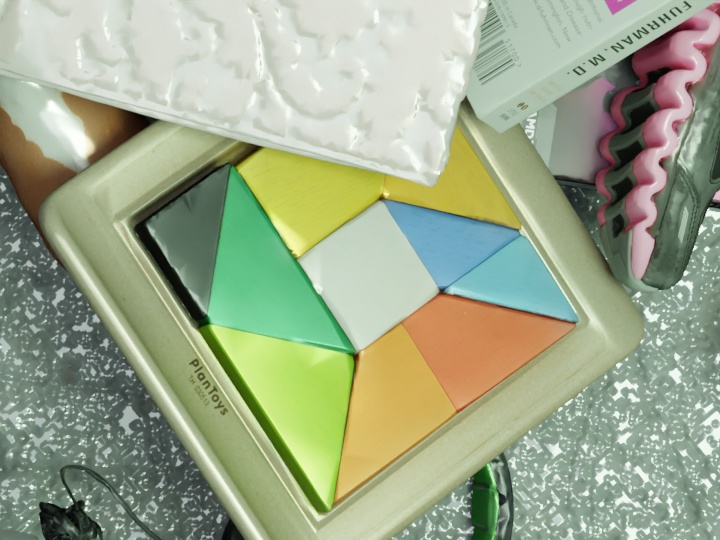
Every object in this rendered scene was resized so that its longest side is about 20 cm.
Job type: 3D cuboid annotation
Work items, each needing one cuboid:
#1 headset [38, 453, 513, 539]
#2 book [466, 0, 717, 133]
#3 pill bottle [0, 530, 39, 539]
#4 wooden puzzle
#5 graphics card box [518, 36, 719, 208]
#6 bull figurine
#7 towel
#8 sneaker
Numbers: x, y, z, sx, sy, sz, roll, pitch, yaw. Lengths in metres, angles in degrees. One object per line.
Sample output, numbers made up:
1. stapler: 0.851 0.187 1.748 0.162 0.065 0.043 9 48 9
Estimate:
1. headset: -0.031 0.099 1.169 0.198 0.094 0.125 0 90 -13
2. book: 0.106 -0.161 1.098 0.199 0.048 0.134 -30 69 16
3. pill bottle: -0.156 0.211 1.147 0.111 0.112 0.202 -7 98 -2
4. wooden puzzle: 0.000 0.000 1.113 0.200 0.037 0.186 -36 97 -24
5. graphics card box: 0.153 -0.088 1.195 0.198 0.051 0.126 9 91 -1
6. bull figurine: -0.107 -0.043 1.150 0.065 0.121 0.201 -30 92 -2
7. towel: -0.036 -0.150 1.063 0.190 0.032 0.201 15 98 -3
8. sneaker: 0.158 -0.082 1.140 0.095 0.079 0.201 18 92 -13
